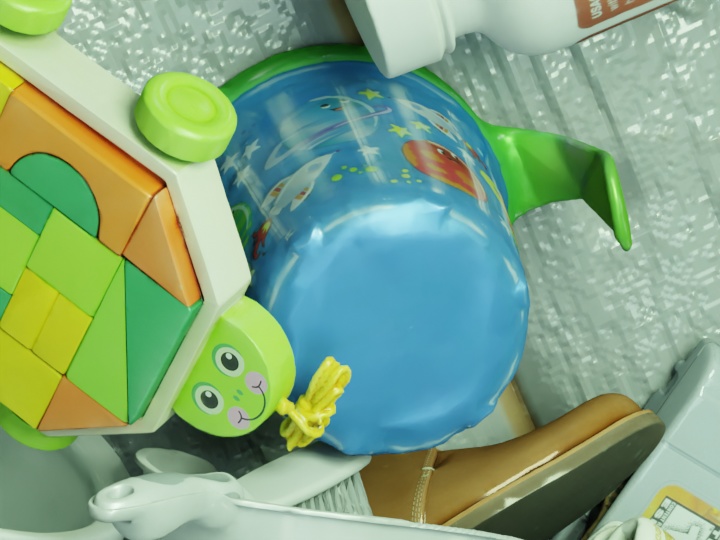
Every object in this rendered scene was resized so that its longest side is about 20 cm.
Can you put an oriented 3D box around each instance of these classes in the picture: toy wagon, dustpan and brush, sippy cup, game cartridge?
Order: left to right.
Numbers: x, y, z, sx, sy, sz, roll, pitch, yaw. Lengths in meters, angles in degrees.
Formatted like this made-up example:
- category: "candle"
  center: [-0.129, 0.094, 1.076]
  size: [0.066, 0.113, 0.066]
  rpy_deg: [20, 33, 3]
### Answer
- category: "toy wagon"
  center: [-0.093, -0.006, 0.934]
  size: [0.200, 0.040, 0.155]
  rpy_deg: [37, 129, 9]
- category: "dustpan and brush"
  center: [-0.036, 0.082, 0.942]
  size: [0.139, 0.200, 0.057]
  rpy_deg: [12, 103, 26]
- category: "sippy cup"
  center: [0.000, 0.000, 1.007]
  size: [0.140, 0.130, 0.178]
  rpy_deg: [38, 98, -20]
- category: "game cartridge"
  center: [0.133, 0.140, 1.135]
  size: [0.133, 0.042, 0.200]
  rpy_deg: [31, 100, -16]

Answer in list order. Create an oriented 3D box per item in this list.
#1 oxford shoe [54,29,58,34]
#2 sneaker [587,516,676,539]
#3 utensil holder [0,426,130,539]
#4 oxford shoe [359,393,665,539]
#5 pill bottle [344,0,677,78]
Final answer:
- category: "oxford shoe"
  center: [-0.135, -0.059, 0.987]
  size: [0.071, 0.074, 0.201]
  rpy_deg: [-11, 111, -8]
- category: "sneaker"
  center: [0.151, 0.131, 1.078]
  size: [0.200, 0.074, 0.116]
  rpy_deg: [-34, 115, 3]
- category: "utensil holder"
  center: [-0.196, 0.134, 0.993]
  size: [0.170, 0.170, 0.200]
  rpy_deg: [21, 104, -18]
- category: "oxford shoe"
  center: [0.019, 0.087, 1.074]
  size: [0.200, 0.071, 0.071]
  rpy_deg: [-25, 156, -2]
- category: "pill bottle"
  center: [0.084, -0.144, 0.983]
  size: [0.200, 0.112, 0.112]
  rpy_deg: [-23, 112, -4]
